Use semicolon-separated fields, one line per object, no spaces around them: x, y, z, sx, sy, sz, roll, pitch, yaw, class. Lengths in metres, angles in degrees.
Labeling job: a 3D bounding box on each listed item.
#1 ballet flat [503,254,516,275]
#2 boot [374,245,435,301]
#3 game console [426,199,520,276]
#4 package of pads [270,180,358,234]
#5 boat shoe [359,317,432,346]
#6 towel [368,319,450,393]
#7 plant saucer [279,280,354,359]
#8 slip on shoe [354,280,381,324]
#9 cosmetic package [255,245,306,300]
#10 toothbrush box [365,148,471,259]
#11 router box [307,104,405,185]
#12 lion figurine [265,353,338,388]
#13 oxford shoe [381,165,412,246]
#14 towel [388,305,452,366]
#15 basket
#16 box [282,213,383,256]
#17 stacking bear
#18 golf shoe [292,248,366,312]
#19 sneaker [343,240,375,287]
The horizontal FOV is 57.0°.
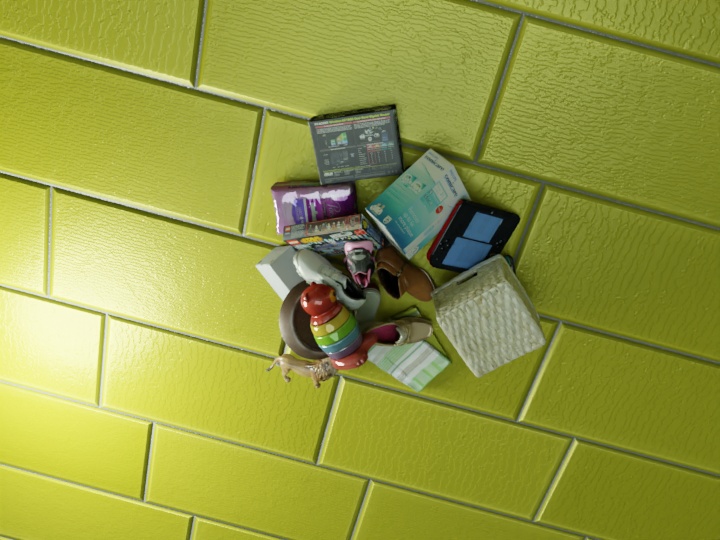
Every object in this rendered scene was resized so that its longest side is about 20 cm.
0.346;0.055;1.631;0.073;0.073;0.200;18;110;-2;ballet flat
0.108;0.027;1.591;0.077;0.155;0.200;-31;108;19;boot
0.262;-0.071;1.542;0.200;0.031;0.177;10;123;-36;game console
-0.108;-0.151;1.578;0.200;0.076;0.121;-1;118;8;package of pads
0.092;0.160;1.657;0.200;0.069;0.074;-4;100;-12;boat shoe
0.116;0.230;1.746;0.200;0.031;0.149;35;122;-9;towel
-0.096;0.117;1.597;0.200;0.034;0.201;-1;91;-28;plant saucer
0.005;0.106;1.698;0.074;0.061;0.200;15;130;-8;slip on shoe
-0.159;0.038;1.644;0.081;0.113;0.200;-42;110;-21;cosmetic package
0.132;-0.146;1.474;0.200;0.085;0.146;-43;141;-3;toothbrush box
-0.007;-0.286;1.507;0.200;0.062;0.150;-6;115;10;router box
-0.154;0.256;1.759;0.200;0.073;0.123;5;149;-3;lion figurine
0.108;-0.152;1.568;0.071;0.071;0.200;2;117;-28;oxford shoe
0.158;0.185;1.740;0.086;0.018;0.200;-25;111;23;towel
0.294;0.109;1.532;0.198;0.161;0.200;-30;107;16;basket
-0.061;-0.077;1.545;0.200;0.040;0.137;-7;159;23;box
-0.065;0.118;1.528;0.114;0.121;0.200;-19;112;31;stacking bear
-0.064;0.013;1.548;0.200;0.078;0.097;40;150;-14;golf shoe
0.000;0.000;1.562;0.079;0.200;0.095;-8;73;3;sneaker
